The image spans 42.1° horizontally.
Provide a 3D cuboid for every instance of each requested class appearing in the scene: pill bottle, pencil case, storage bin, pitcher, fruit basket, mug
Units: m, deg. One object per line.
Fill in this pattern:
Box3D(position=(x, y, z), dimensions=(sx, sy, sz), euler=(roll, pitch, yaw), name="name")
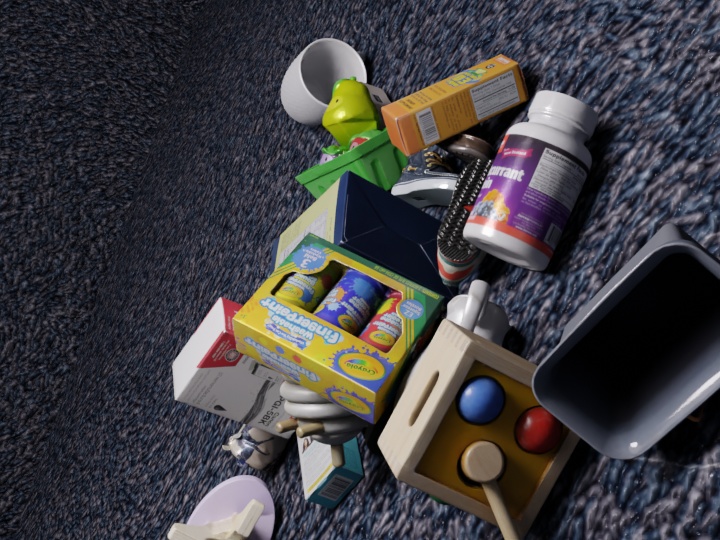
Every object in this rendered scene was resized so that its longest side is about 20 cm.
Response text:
Box3D(position=(0.213, -0.111, 1.141), dimensions=(0.111, 0.111, 0.201), euler=(16, 81, 64), name="pill bottle")
Box3D(position=(-0.141, 0.230, 1.526), dimensions=(0.200, 0.089, 0.078), euler=(-61, 25, 4), name="pencil case")
Box3D(position=(0.273, 0.057, 0.867), dimensions=(0.200, 0.145, 0.134), euler=(-51, 1, 26), name="storage bin")
Box3D(position=(0.109, 0.119, 1.077), dimensions=(0.172, 0.121, 0.201), euler=(68, -138, -66), name="pitcher")
Box3D(position=(-0.019, -0.219, 1.586), dimensions=(0.155, 0.216, 0.215), euler=(-33, 9, -31), name="fruit basket")
Box3D(position=(-0.070, -0.389, 1.935), dimensions=(0.200, 0.148, 0.175), euler=(-41, 8, -25), name="mug")

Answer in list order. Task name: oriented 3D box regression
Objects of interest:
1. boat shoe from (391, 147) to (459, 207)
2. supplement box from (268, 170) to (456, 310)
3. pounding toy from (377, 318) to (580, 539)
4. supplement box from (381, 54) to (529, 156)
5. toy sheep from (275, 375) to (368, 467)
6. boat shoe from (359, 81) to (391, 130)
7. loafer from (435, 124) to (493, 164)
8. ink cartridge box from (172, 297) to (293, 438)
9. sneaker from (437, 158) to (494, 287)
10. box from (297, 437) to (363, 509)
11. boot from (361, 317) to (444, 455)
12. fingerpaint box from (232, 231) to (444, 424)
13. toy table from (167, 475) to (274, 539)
Box3D(position=(0.111, -0.150, 1.417), dimensions=(0.200, 0.071, 0.091), euler=(5, 75, 65), name="boat shoe")
Box3D(position=(0.000, 0.000, 1.340), dimensions=(0.200, 0.200, 0.135), euler=(-39, 34, 41), name="supplement box")
Box3D(position=(0.133, 0.190, 0.961), dimensions=(0.200, 0.184, 0.142), euler=(-62, 13, 4), name="pounding toy")
Box3D(position=(0.135, -0.238, 1.339), dimensions=(0.199, 0.069, 0.067), euler=(-24, 30, -9), name="supplement box")
Box3D(position=(-0.044, 0.155, 1.208), dimensions=(0.138, 0.137, 0.201), euler=(10, 105, 64), name="toy sheep")
Box3D(position=(0.021, -0.267, 1.722), dimensions=(0.200, 0.074, 0.093), euler=(-105, 34, -58), name="boat shoe")
Box3D(position=(0.147, -0.210, 1.404), dimensions=(0.071, 0.073, 0.200), euler=(-59, 26, 10), name="loafer")
Box3D(position=(-0.154, 0.148, 1.383), dimensions=(0.147, 0.200, 0.083), euler=(-52, 31, 23), name="ink cartridge box")
Box3D(position=(0.149, -0.063, 1.265), dimensions=(0.094, 0.070, 0.200), euler=(94, -161, -52), name="sneaker")
Box3D(position=(-0.050, 0.246, 1.383), dimensions=(0.082, 0.049, 0.200), euler=(-51, 28, 24), name="box")
Box3D(position=(0.038, 0.131, 1.284), dimensions=(0.204, 0.073, 0.154), euler=(-64, 30, 9), name="boot")
Box3D(position=(-0.025, 0.064, 1.135), dimensions=(0.167, 0.200, 0.073), euler=(-51, -23, -34), name="fingerpaint box")
Box3D(position=(-0.197, 0.413, 1.390), dimensions=(0.117, 0.183, 0.201), euler=(-151, 79, -82), name="toy table")
